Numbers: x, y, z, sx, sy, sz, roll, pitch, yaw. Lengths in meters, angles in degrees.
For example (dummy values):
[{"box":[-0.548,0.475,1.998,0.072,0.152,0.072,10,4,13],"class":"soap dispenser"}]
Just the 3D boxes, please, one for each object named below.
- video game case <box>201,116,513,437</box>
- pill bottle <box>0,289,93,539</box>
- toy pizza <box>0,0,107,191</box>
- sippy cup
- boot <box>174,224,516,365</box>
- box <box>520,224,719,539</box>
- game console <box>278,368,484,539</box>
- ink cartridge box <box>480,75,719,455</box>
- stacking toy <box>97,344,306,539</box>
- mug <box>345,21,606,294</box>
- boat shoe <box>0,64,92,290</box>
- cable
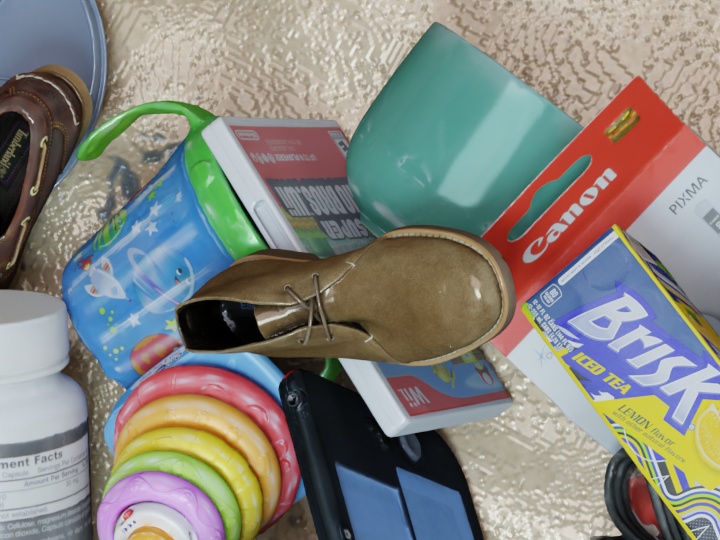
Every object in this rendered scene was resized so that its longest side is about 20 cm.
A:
[{"box":[0.000,0.000,1.632,0.017,0.143,0.200,-37,76,23],"class":"video game case"},{"box":[-0.207,0.118,1.640,0.113,0.113,0.201,1,102,12],"class":"pill bottle"},{"box":[-0.244,-0.117,1.756,0.199,0.032,0.201,-2,81,13],"class":"toy pizza"},{"box":[-0.095,0.003,1.663,0.130,0.140,0.178,-33,47,15],"class":"sippy cup"},{"box":[-0.011,0.022,1.501,0.199,0.075,0.074,-5,100,40],"class":"boot"},{"box":[0.168,0.075,1.475,0.070,0.064,0.200,-41,60,10],"class":"box"},{"box":[0.028,0.160,1.568,0.031,0.177,0.201,-26,62,18],"class":"game console"},{"box":[0.145,0.002,1.569,0.160,0.200,0.047,-46,55,4],"class":"ink cartridge box"},{"box":[-0.099,0.130,1.547,0.116,0.200,0.110,-37,102,28],"class":"stacking toy"},{"box":[0.079,-0.037,1.615,0.185,0.152,0.115,38,93,14],"class":"mug"},{"box":[-0.223,-0.030,1.679,0.070,0.070,0.200,31,119,3],"class":"boat shoe"},{"box":[0.177,0.156,1.548,0.050,0.200,0.098,1,103,-23],"class":"cable"}]
